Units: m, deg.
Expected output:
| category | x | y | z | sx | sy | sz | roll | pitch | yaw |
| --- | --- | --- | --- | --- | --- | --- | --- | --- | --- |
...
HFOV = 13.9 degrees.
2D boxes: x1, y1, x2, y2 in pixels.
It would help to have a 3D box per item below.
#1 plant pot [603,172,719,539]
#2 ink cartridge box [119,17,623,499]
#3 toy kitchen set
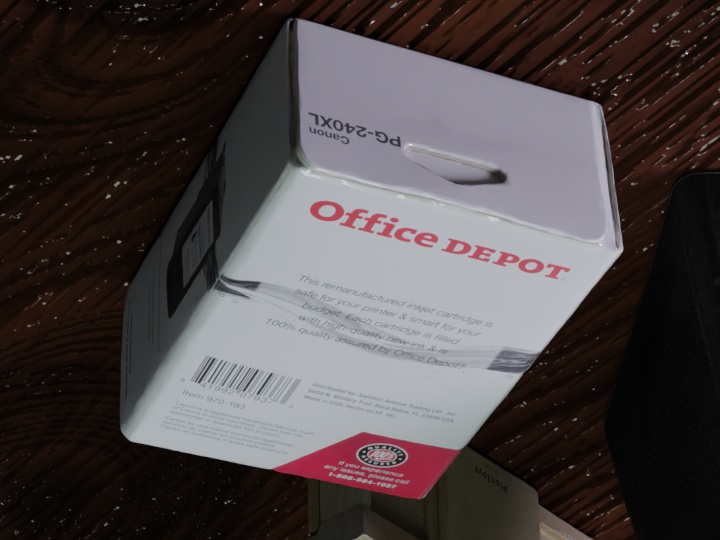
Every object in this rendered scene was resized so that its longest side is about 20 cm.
| category | x | y | z | sx | sy | sz | roll | pitch | yaw |
| --- | --- | --- | --- | --- | --- | --- | --- | --- | --- |
| plant pot | 0.226 | 0.090 | 1.284 | 0.198 | 0.178 | 0.200 | 2 | 142 | -6 |
| ink cartridge box | 0.000 | 0.000 | 1.232 | 0.145 | 0.084 | 0.200 | 14 | 139 | -19 |
| toy kitchen set | 0.006 | 0.199 | 1.427 | 0.180 | 0.164 | 0.200 | -29 | 135 | 31 |
